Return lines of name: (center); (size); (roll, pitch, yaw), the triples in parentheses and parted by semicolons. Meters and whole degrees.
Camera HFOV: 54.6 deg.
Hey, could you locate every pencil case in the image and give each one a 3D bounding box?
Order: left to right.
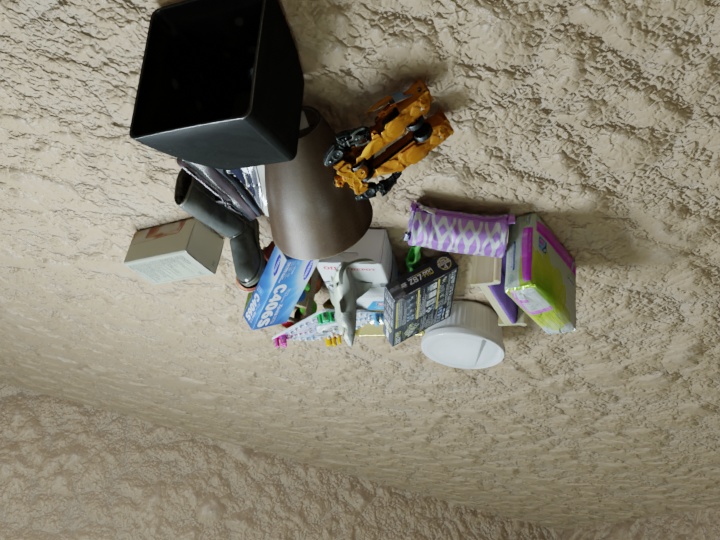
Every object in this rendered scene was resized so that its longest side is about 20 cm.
pencil case: (0.178, -0.078, 1.282); (0.193, 0.085, 0.087); (8, 129, 1)

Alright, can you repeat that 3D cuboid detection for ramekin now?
ramekin: (0.245, 0.150, 1.646); (0.196, 0.097, 0.204); (8, 151, 5)

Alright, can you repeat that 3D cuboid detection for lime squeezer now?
lime squeezer: (0.125, -0.022, 1.440); (0.068, 0.039, 0.202); (2, 149, 14)

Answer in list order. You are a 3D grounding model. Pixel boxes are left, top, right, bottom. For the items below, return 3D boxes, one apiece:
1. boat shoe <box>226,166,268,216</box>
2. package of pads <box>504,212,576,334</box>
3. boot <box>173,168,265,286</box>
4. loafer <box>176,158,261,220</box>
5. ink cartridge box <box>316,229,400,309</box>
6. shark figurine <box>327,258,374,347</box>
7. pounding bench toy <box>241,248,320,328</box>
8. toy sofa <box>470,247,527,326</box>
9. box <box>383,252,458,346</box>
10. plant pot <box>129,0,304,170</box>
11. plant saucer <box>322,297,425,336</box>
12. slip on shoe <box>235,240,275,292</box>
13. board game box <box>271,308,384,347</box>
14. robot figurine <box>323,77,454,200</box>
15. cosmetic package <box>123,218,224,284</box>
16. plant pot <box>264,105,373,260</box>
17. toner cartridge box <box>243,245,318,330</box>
boat shoe: (-0.195, -0.178, 1.244); (0.090, 0.076, 0.202); (14, 145, 10)
package of pads: (0.342, 0.014, 1.306); (0.067, 0.159, 0.199); (-14, 144, 37)
boot: (-0.267, -0.085, 1.326); (0.071, 0.185, 0.200); (-26, 144, 14)
loafer: (-0.257, -0.157, 1.273); (0.062, 0.072, 0.201); (-36, 133, 2)
ink cartridge box: (0.000, 0.000, 1.470); (0.140, 0.086, 0.201); (2, 151, 15)
shark figurine: (-0.015, 0.030, 1.386); (0.087, 0.130, 0.218); (-11, 135, -13)
pounding bench toy: (-0.161, 0.038, 1.547); (0.152, 0.127, 0.201); (16, 151, -12)
toy sofa: (0.303, 0.034, 1.434); (0.095, 0.085, 0.200); (-5, 148, 29)
box: (0.126, 0.067, 1.484); (0.158, 0.050, 0.202); (-28, 150, -15)
plant pot: (-0.179, -0.250, 0.988); (0.194, 0.206, 0.177); (-4, 160, 25)
plant saucer: (0.037, 0.098, 1.659); (0.195, 0.050, 0.200); (-3, 152, 27)
slip on shoe: (-0.172, -0.025, 1.410); (0.075, 0.198, 0.061); (53, -178, -4)
board game box: (-0.069, 0.134, 1.573); (0.196, 0.027, 0.198); (4, 155, -44)
robot figurine: (0.037, -0.193, 1.063); (0.197, 0.059, 0.145); (-32, 136, 15)
cosmetic package: (-0.409, -0.040, 1.530); (0.195, 0.089, 0.103); (-7, 146, 30)
plant pot: (-0.086, -0.157, 1.148); (0.181, 0.190, 0.203); (0, 136, 17)
toner cartridge box: (-0.158, 0.030, 1.399); (0.093, 0.043, 0.202); (-12, 143, -44)
